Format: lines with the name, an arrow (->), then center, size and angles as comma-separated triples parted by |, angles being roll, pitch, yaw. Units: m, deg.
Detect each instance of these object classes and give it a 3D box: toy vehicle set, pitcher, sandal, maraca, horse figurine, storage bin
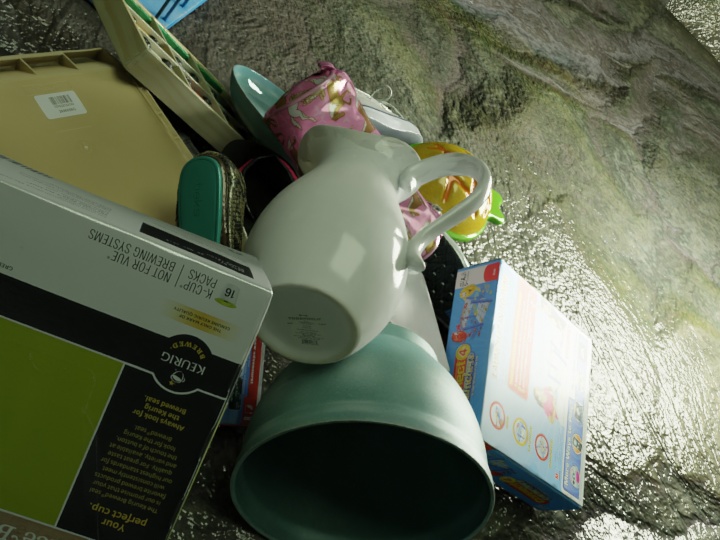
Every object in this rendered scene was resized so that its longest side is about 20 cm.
toy vehicle set -> -0.175, -0.186, 0.896 | 0.124, 0.026, 0.200 | 59, 10, 32
pitcher -> 0.006, -0.027, 0.703 | 0.200, 0.171, 0.121 | -71, 153, -46
sandal -> -0.080, -0.064, 0.814 | 0.075, 0.045, 0.200 | -2, 40, -16
maraca -> 0.114, -0.099, 1.143 | 0.200, 0.107, 0.137 | -13, 75, -52
horse figurine -> 0.043, 0.195, 0.853 | 0.132, 0.050, 0.200 | 28, 38, -36
storage bin -> -0.244, -0.074, 0.755 | 0.199, 0.094, 0.200 | 55, 37, 7

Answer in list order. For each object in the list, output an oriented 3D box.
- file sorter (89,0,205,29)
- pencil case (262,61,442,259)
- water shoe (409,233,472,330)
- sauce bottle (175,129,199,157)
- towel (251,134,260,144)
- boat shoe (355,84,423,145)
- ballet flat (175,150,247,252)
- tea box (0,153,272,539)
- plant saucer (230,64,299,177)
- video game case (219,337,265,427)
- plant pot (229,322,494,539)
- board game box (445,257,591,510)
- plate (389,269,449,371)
file sorter -> -0.219, -0.367, 1.020 | 0.139, 0.123, 0.200 | 42, 36, -11
pencil case -> -0.004, -0.092, 0.859 | 0.087, 0.083, 0.200 | -47, 110, -31
water shoe -> 0.117, 0.032, 1.077 | 0.200, 0.071, 0.079 | 58, 17, 1
sauce bottle -> -0.121, -0.046, 0.881 | 0.200, 0.066, 0.066 | 53, 36, 2
towel -> -0.066, -0.111, 1.036 | 0.152, 0.023, 0.200 | 22, 44, -32
boat shoe -> 0.007, -0.186, 1.114 | 0.202, 0.075, 0.086 | 7, 55, -61
ballet flat -> -0.113, 0.011, 0.705 | 0.075, 0.068, 0.200 | 36, 56, -62
tea box -> -0.184, 0.052, 0.557 | 0.200, 0.197, 0.134 | 24, 3, -13
plant saucer -> -0.066, -0.136, 0.972 | 0.200, 0.027, 0.200 | 42, 14, -13
video game case -> -0.144, 0.047, 0.725 | 0.200, 0.017, 0.143 | 17, 74, -54
plant pot -> 0.005, 0.127, 0.744 | 0.200, 0.200, 0.134 | 31, 39, -24
board game box -> 0.167, 0.123, 0.966 | 0.196, 0.056, 0.200 | 37, 52, -37
plate -> 0.000, 0.000, 0.926 | 0.200, 0.032, 0.200 | 41, 19, -23
